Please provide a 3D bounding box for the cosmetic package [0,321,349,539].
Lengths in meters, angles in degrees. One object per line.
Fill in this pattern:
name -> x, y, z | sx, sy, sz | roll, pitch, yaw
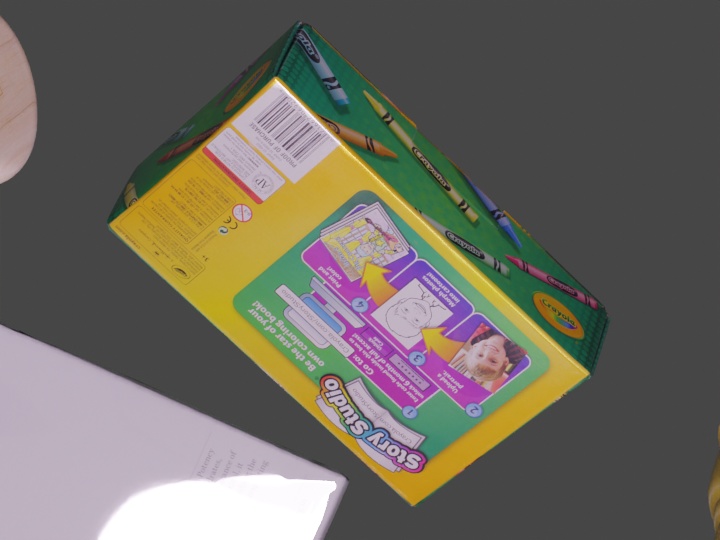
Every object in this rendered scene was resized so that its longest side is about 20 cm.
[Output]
cosmetic package -> -0.115, 0.102, 1.358 | 0.200, 0.074, 0.102 | 25, 86, 1

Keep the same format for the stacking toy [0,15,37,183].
stacking toy -> -0.250, -0.063, 1.313 | 0.199, 0.085, 0.086 | -12, 117, 25

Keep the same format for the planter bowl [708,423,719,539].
planter bowl -> 0.211, 0.157, 1.254 | 0.200, 0.083, 0.200 | 40, 164, 13

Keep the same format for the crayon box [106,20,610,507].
crayon box -> 0.000, 0.000, 1.295 | 0.200, 0.058, 0.119 | 43, 122, -13
